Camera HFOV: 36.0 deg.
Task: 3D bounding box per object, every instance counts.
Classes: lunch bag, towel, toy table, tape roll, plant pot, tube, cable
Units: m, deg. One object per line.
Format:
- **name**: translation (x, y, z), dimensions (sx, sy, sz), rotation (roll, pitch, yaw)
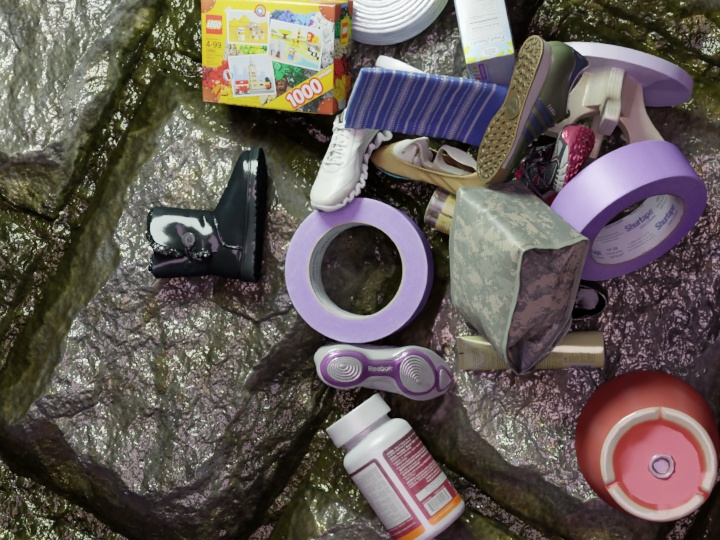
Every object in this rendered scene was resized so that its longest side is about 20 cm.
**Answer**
- **lunch bag**: translation (0.192, 0.012, 1.421), dimensions (0.117, 0.164, 0.201), rotation (-9, 125, -25)
- **towel**: translation (0.086, -0.210, 1.437), dimensions (0.199, 0.145, 0.024), rotation (5, 68, -9)
- **toy table**: translation (0.326, -0.215, 1.459), dimensions (0.199, 0.184, 0.118), rotation (12, 76, 15)
- **tape roll**: translation (0.342, -0.074, 1.431), dimensions (0.200, 0.200, 0.066), rotation (-32, 58, 8)
- **plant pot**: translation (0.379, 0.237, 1.439), dimensions (0.199, 0.177, 0.201), rotation (0, 90, 9)
- **tube**: translation (0.233, 0.110, 1.525), dimensions (0.199, 0.052, 0.058), rotation (-3, 98, 8)
- **cable**: translation (0.033, -0.419, 1.554), dimensions (0.199, 0.069, 0.201), rotation (6, 91, 9)
- **tape roll**: translation (0.000, 0.000, 1.552), dimensions (0.199, 0.085, 0.201), rotation (0, 90, 11)

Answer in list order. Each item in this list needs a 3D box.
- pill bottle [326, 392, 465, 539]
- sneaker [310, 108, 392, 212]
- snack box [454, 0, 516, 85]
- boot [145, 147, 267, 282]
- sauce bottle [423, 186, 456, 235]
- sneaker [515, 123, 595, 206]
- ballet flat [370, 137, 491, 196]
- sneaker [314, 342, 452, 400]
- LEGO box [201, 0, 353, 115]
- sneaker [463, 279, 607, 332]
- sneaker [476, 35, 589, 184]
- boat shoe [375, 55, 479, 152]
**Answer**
- **pill bottle**: translation (0.046, 0.276, 1.529), dimensions (0.109, 0.110, 0.200), rotation (-36, 84, 8)
- **sneaker**: translation (-0.019, -0.169, 1.519), dimensions (0.075, 0.081, 0.200), rotation (11, 61, 34)
- **snack box**: translation (0.163, -0.324, 1.456), dimensions (0.067, 0.169, 0.201), rotation (-12, 69, 9)
- **boot**: translation (-0.223, -0.082, 1.593), dimensions (0.167, 0.076, 0.201), rotation (5, 97, 6)
- **sauce bottle**: translation (0.188, -0.053, 1.530), dimensions (0.199, 0.065, 0.065), rotation (25, 94, 8)
- **sneaker**: translation (0.248, -0.138, 1.451), dimensions (0.075, 0.200, 0.081), rotation (33, 74, 7)
- **ballet flat**: translation (0.101, -0.150, 1.520), dimensions (0.199, 0.069, 0.063), rotation (23, 133, 28)
- **sneaker**: translation (0.031, 0.130, 1.553), dimensions (0.199, 0.100, 0.075), rotation (10, 96, -14)
- **LEGO box**: translation (-0.115, -0.303, 1.541), dimensions (0.199, 0.077, 0.150), rotation (8, 110, 19)
- **sneaker**: translation (0.234, 0.045, 1.499), dimensions (0.199, 0.106, 0.075), rotation (-11, 88, 9)
- **sneaker**: translation (0.221, -0.191, 1.383), dimensions (0.090, 0.067, 0.201), rotation (4, 124, -25)
- **boat shoe**: translation (0.100, -0.228, 1.548), dimensions (0.200, 0.070, 0.066), rotation (30, 93, 1)
